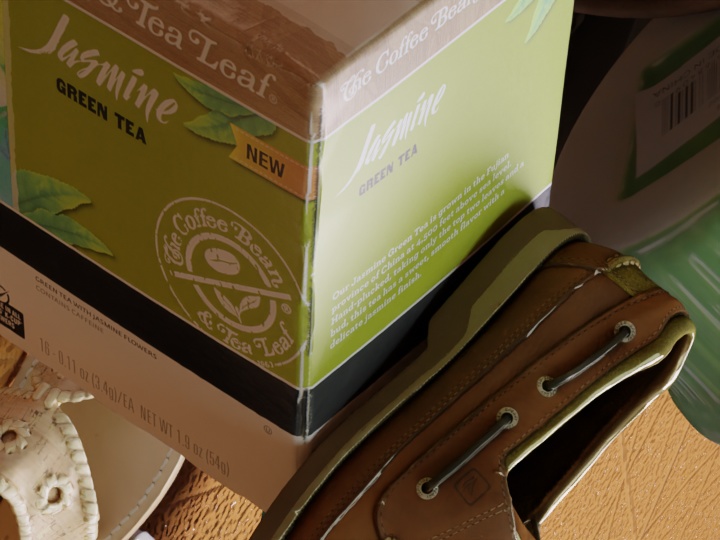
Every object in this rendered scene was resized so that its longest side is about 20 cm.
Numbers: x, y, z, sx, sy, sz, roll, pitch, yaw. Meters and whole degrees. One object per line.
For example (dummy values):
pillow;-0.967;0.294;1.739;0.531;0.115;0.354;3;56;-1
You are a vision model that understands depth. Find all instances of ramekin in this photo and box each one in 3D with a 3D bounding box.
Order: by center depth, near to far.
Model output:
ramekin;0.160;-0.042;1.088;0.200;0.098;0.200;-42;-159;20

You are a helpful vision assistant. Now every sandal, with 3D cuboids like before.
sandal;-0.133;0.089;1.109;0.212;0.078;0.070;-57;161;6

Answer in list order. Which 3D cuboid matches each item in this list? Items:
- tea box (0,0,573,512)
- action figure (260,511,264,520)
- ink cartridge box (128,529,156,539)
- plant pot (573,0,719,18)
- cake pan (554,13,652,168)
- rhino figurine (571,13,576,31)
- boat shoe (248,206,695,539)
tea box;-0.050;-0.062;0.952;0.134;0.200;0.197;-39;147;-36
action figure;-0.018;0.083;1.274;0.118;0.055;0.201;63;30;-82
ink cartridge box;-0.113;0.167;1.240;0.116;0.068;0.200;-56;155;-10
plant pot;0.084;-0.214;1.080;0.200;0.200;0.175;59;48;-62
cake pan;0.107;-0.105;1.265;0.200;0.037;0.201;-160;-90;-75
rhino figurine;0.046;-0.121;1.228;0.087;0.060;0.200;-4;123;-40
boat shoe;0.027;0.073;0.927;0.200;0.068;0.072;-53;158;-6
